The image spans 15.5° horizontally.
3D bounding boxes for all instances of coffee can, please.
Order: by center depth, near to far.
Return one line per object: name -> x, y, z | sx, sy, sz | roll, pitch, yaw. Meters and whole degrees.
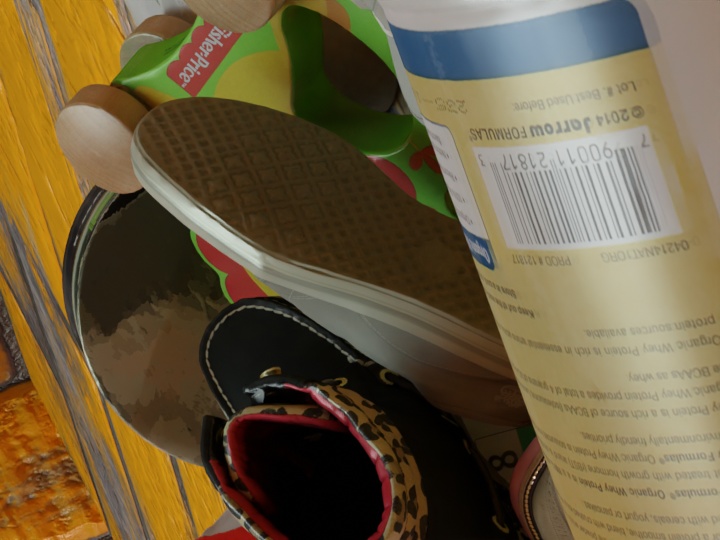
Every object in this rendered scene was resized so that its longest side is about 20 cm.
coffee can -> -0.064, 0.009, 1.243 | 0.200, 0.145, 0.147 | -158, 46, -81

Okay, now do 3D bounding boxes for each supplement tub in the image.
supplement tub -> 0.097, -0.004, 0.535 | 0.201, 0.144, 0.145 | 70, 168, -14

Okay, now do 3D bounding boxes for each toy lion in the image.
toy lion -> -0.013, -0.044, 1.047 | 0.191, 0.069, 0.200 | 39, 142, -2

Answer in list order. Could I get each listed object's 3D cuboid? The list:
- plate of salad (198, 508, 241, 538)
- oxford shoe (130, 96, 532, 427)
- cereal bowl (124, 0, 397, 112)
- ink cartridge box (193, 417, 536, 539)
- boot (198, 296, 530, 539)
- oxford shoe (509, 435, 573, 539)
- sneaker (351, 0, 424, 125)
plate of salad -> -0.033, 0.149, 1.334 | 0.048, 0.200, 0.200 | 47, 174, -17
oxford shoe -> 0.000, 0.000, 0.976 | 0.199, 0.075, 0.058 | 28, 140, 10
cereal bowl -> -0.063, -0.144, 1.142 | 0.201, 0.083, 0.200 | 62, 168, 22
ink cartridge box -> 0.006, 0.146, 1.029 | 0.050, 0.198, 0.162 | 79, 176, -57
boot -> -0.015, 0.058, 0.972 | 0.204, 0.074, 0.154 | 44, -175, 33
oxford shoe -> 0.097, 0.072, 0.879 | 0.075, 0.070, 0.200 | 53, 165, 26
sneaker -> -0.005, -0.126, 0.893 | 0.076, 0.091, 0.201 | -127, 18, -51
